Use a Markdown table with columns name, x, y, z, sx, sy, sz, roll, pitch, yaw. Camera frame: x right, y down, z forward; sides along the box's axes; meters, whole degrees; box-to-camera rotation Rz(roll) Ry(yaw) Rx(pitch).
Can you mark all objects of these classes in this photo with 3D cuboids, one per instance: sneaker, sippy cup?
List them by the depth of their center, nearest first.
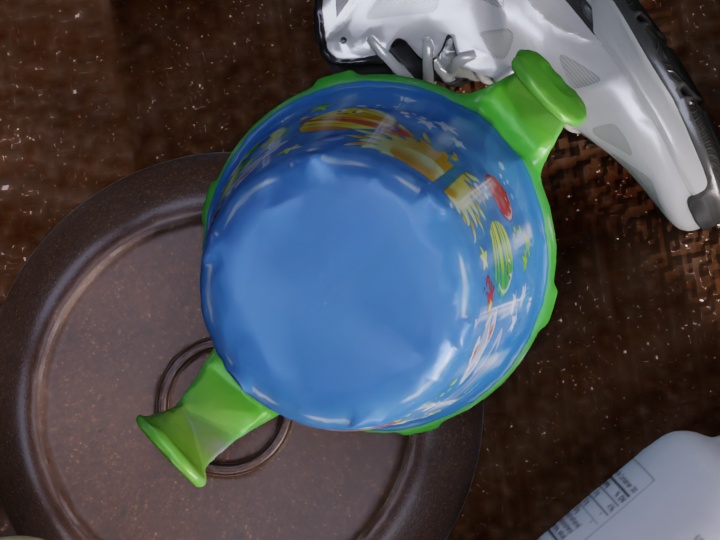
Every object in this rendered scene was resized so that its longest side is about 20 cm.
| name | x | y | z | sx | sy | sz | roll | pitch | yaw |
| --- | --- | --- | --- | --- | --- | --- | --- | --- | --- |
| sippy cup | 0.000 | 0.000 | 1.058 | 0.139 | 0.130 | 0.179 | 12 | 98 | 6 |
| sneaker | 0.055 | -0.080 | 1.142 | 0.115 | 0.076 | 0.201 | -35 | 79 | 9 |

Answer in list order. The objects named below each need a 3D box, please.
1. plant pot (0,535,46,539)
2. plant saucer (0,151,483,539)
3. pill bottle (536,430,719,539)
| name | x | y | z | sx | sy | sz | roll | pitch | yaw |
| --- | --- | --- | --- | --- | --- | --- | --- | --- | --- |
| plant pot | -0.183 | 0.197 | 1.065 | 0.193 | 0.200 | 0.197 | -4 | 86 | 2 |
| plant saucer | -0.051 | 0.052 | 1.150 | 0.199 | 0.034 | 0.202 | 0 | 86 | 2 |
| pill bottle | 0.116 | 0.133 | 1.100 | 0.200 | 0.113 | 0.113 | -40 | 87 | 0 |
